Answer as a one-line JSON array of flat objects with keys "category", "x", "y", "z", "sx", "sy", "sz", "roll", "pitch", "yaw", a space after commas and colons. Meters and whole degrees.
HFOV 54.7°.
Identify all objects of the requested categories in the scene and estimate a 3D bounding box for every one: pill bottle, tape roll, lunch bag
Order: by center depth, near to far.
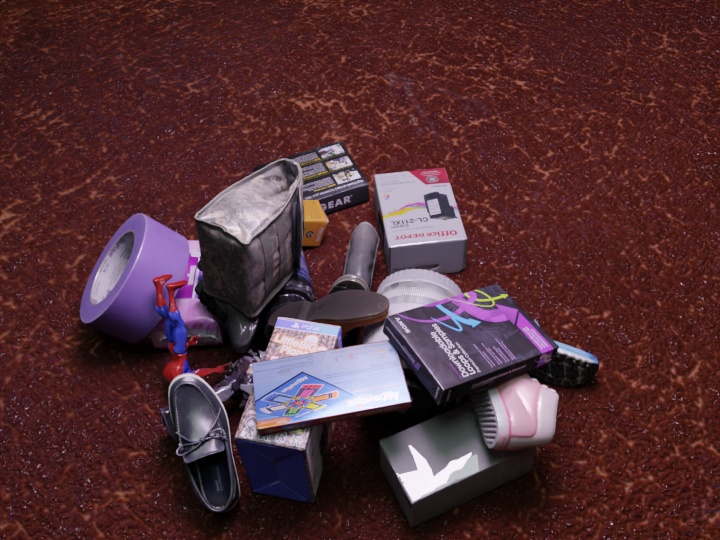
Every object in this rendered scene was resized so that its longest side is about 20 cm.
[{"category": "lunch bag", "x": -0.148, "y": -0.058, "z": 1.073, "sx": 0.117, "sy": 0.165, "sz": 0.200, "roll": 26, "pitch": 49, "yaw": 17}, {"category": "tape roll", "x": -0.375, "y": 0.012, "z": 1.154, "sx": 0.199, "sy": 0.085, "sz": 0.201, "roll": -32, "pitch": 42, "yaw": 34}, {"category": "pill bottle", "x": -0.139, "y": 0.024, "z": 1.189, "sx": 0.111, "sy": 0.112, "sz": 0.201, "roll": -13, "pitch": 48, "yaw": -9}]

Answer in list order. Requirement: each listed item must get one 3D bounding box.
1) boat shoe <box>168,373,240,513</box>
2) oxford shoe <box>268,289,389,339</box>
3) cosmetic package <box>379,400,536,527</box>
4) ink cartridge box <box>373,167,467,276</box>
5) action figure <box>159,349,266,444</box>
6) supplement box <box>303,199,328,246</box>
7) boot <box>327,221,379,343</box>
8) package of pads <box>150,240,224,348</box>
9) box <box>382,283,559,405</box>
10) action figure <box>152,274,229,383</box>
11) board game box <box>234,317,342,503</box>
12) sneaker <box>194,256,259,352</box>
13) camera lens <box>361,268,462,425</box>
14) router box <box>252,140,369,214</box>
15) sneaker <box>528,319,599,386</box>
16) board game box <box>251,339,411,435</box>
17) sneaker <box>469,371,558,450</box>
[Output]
[{"category": "boat shoe", "x": -0.214, "y": 0.239, "z": 0.960, "sx": 0.074, "sy": 0.062, "sz": 0.202, "roll": -16, "pitch": 88, "yaw": -7}, {"category": "oxford shoe", "x": -0.039, "y": 0.079, "z": 1.051, "sx": 0.198, "sy": 0.072, "sz": 0.072, "roll": -12, "pitch": 29, "yaw": 28}, {"category": "cosmetic package", "x": 0.134, "y": 0.262, "z": 0.980, "sx": 0.198, "sy": 0.091, "sz": 0.107, "roll": -20, "pitch": 49, "yaw": -11}, {"category": "ink cartridge box", "x": 0.109, "y": -0.092, "z": 1.301, "sx": 0.144, "sy": 0.083, "sz": 0.201, "roll": -6, "pitch": 47, "yaw": -4}, {"category": "action figure", "x": -0.204, "y": 0.182, "z": 1.052, "sx": 0.199, "sy": 0.130, "sz": 0.070, "roll": -32, "pitch": 96, "yaw": -18}, {"category": "supplement box", "x": -0.162, "y": -0.087, "z": 1.277, "sx": 0.198, "sy": 0.067, "sz": 0.069, "roll": -4, "pitch": 44, "yaw": -31}, {"category": "boot", "x": -0.002, "y": -0.001, "z": 1.168, "sx": 0.072, "sy": 0.182, "sz": 0.201, "roll": 19, "pitch": 54, "yaw": 2}, {"category": "package of pads", "x": -0.290, "y": 0.039, "z": 1.207, "sx": 0.119, "sy": 0.076, "sz": 0.201, "roll": -1, "pitch": 48, "yaw": -2}, {"category": "box", "x": 0.149, "y": 0.094, "z": 0.951, "sx": 0.199, "sy": 0.036, "sz": 0.143, "roll": -16, "pitch": 45, "yaw": -27}, {"category": "action figure", "x": -0.265, "y": 0.104, "z": 1.089, "sx": 0.065, "sy": 0.202, "sz": 0.098, "roll": 18, "pitch": 23, "yaw": 42}, {"category": "board game box", "x": -0.092, "y": 0.199, "z": 0.996, "sx": 0.096, "sy": 0.160, "sz": 0.201, "roll": 8, "pitch": 48, "yaw": 9}, {"category": "sneaker", "x": -0.219, "y": 0.050, "z": 1.118, "sx": 0.090, "sy": 0.076, "sz": 0.201, "roll": 6, "pitch": 41, "yaw": -28}, {"category": "camera lens", "x": 0.081, "y": 0.119, "z": 1.059, "sx": 0.158, "sy": 0.161, "sz": 0.201, "roll": 5, "pitch": 48, "yaw": 8}, {"category": "router box", "x": -0.101, "y": -0.175, "z": 1.407, "sx": 0.198, "sy": 0.051, "sz": 0.150, "roll": -19, "pitch": 52, "yaw": -14}, {"category": "sneaker", "x": 0.284, "y": 0.113, "z": 1.113, "sx": 0.198, "sy": 0.079, "sz": 0.090, "roll": 19, "pitch": 48, "yaw": 19}, {"category": "board game box", "x": -0.040, "y": 0.151, "z": 0.916, "sx": 0.198, "sy": 0.020, "sz": 0.103, "roll": -9, "pitch": 47, "yaw": -6}, {"category": "sneaker", "x": 0.211, "y": 0.164, "z": 0.967, "sx": 0.104, "sy": 0.076, "sz": 0.201, "roll": 4, "pitch": 38, "yaw": -9}]
